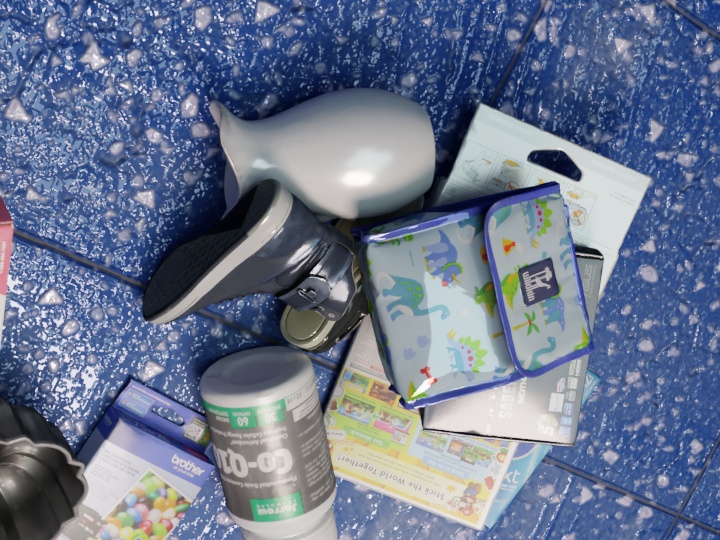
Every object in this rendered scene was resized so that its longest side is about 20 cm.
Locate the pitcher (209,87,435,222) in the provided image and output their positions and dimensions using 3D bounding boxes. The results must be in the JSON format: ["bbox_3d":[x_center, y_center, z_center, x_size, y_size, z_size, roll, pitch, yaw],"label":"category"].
[{"bbox_3d":[-0.038,-0.087,1.325,0.200,0.121,0.172,-5,129,-12],"label":"pitcher"}]

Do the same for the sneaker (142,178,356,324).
[{"bbox_3d":[-0.095,0.015,1.308,0.202,0.077,0.146,-34,131,29],"label":"sneaker"}]

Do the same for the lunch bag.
[{"bbox_3d":[0.109,0.020,1.303,0.200,0.127,0.170,-14,98,-7],"label":"lunch bag"}]

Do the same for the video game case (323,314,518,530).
[{"bbox_3d":[0.067,0.151,1.446,0.200,0.023,0.182,21,97,-5],"label":"video game case"}]

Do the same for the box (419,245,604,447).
[{"bbox_3d":[0.148,0.068,1.395,0.157,0.051,0.200,7,101,-2],"label":"box"}]

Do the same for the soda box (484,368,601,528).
[{"bbox_3d":[0.169,0.174,1.508,0.064,0.068,0.200,36,89,-4],"label":"soda box"}]

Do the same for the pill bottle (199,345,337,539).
[{"bbox_3d":[-0.085,0.185,1.378,0.113,0.113,0.200,-18,112,-19],"label":"pill bottle"}]

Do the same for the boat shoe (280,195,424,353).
[{"bbox_3d":[0.002,0.001,1.390,0.200,0.074,0.066,-57,148,-10],"label":"boat shoe"}]

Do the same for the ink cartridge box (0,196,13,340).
[{"bbox_3d":[-0.400,0.006,1.158,0.200,0.083,0.147,-6,129,-30],"label":"ink cartridge box"}]

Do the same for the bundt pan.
[{"bbox_3d":[-0.349,0.187,1.249,0.202,0.076,0.202,-17,141,-14],"label":"bundt pan"}]

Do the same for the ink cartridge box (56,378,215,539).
[{"bbox_3d":[-0.228,0.217,1.366,0.119,0.042,0.200,33,89,-30],"label":"ink cartridge box"}]

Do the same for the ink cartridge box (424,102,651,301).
[{"bbox_3d":[0.169,-0.053,1.425,0.200,0.044,0.174,23,94,-8],"label":"ink cartridge box"}]
